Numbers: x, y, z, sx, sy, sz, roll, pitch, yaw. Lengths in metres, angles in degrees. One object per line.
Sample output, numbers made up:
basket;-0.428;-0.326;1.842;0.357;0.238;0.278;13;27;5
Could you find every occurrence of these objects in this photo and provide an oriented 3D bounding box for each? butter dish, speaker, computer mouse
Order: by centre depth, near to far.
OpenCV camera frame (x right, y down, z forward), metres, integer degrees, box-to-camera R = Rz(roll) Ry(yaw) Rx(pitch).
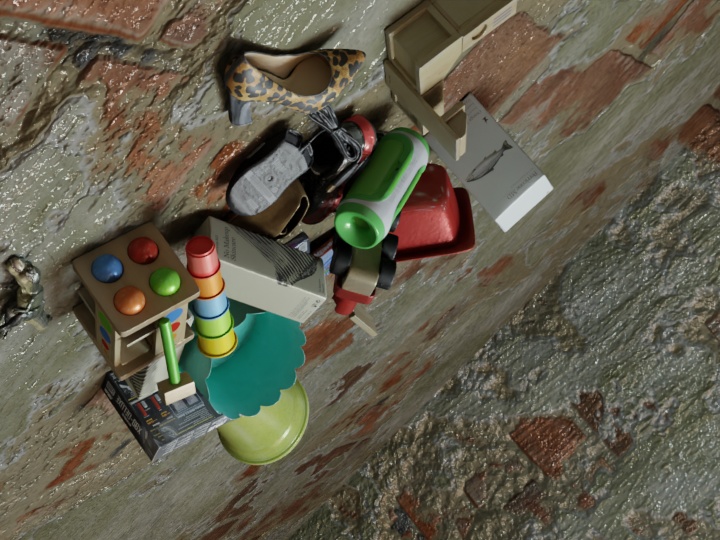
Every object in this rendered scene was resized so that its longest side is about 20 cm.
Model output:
computer mouse;-0.094;-0.144;1.523;0.200;0.046;0.140;-45;131;6
speaker;0.034;-0.126;1.624;0.201;0.088;0.089;-59;177;-37
butter dish;0.083;-0.119;1.811;0.197;0.201;0.149;-9;126;8

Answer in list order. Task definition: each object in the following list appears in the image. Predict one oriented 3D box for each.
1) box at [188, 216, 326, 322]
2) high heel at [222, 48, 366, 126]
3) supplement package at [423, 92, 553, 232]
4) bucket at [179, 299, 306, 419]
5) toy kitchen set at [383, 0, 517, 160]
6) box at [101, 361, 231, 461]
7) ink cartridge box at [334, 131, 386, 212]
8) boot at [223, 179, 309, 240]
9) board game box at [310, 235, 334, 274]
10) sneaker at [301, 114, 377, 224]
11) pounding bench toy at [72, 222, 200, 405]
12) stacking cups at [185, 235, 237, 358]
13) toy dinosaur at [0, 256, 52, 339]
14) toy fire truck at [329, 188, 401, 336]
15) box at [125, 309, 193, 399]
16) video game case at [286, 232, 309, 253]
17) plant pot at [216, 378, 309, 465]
box;-0.150;0.000;1.575;0.199;0.083;0.068;20;133;-31
high heel;-0.074;-0.249;1.322;0.198;0.072;0.143;-26;166;-13
supplement package;0.222;-0.185;1.876;0.117;0.200;0.117;-42;162;7
bucket;-0.203;0.122;1.755;0.206;0.134;0.209;-25;132;-31
toy kitchen set;0.153;-0.285;1.556;0.180;0.164;0.200;-37;163;-8
box;-0.306;0.207;1.812;0.199;0.158;0.050;-25;158;-41
ink cartridge box;-0.017;-0.144;1.766;0.200;0.037;0.094;-46;161;24
boot;-0.153;-0.062;1.615;0.200;0.076;0.073;-48;163;27
board game box;-0.026;-0.050;1.964;0.200;0.019;0.103;-39;162;-23
sneaker;-0.057;-0.145;1.617;0.097;0.071;0.201;-19;150;-50
pounding bench toy;-0.281;0.065;1.449;0.124;0.201;0.156;-30;161;-27
stacking cups;-0.204;0.036;1.491;0.060;0.060;0.201;-31;145;-26
toy dinosaur;-0.433;0.055;1.375;0.088;0.047;0.200;-40;167;-22
toy fire truck;0.000;0.000;1.712;0.127;0.177;0.201;15;140;-11
box;-0.321;0.109;1.674;0.068;0.082;0.201;-26;156;-34
video game case;-0.171;0.024;1.877;0.199;0.019;0.143;-35;161;-16
plant pot;-0.222;0.254;2.089;0.200;0.201;0.184;-39;151;-1
